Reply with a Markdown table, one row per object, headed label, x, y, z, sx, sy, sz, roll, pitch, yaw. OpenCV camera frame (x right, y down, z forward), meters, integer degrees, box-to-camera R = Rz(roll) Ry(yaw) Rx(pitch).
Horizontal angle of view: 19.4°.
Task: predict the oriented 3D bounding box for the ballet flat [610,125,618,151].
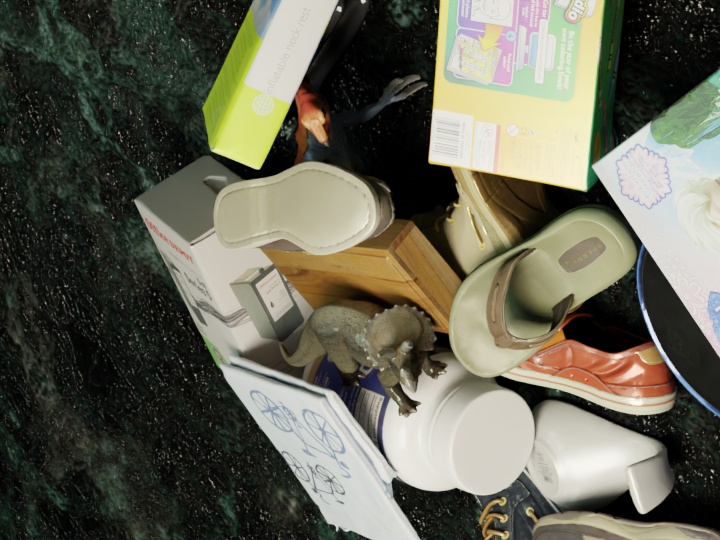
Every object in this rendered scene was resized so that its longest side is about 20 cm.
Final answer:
| label | x | y | z | sx | sy | sz | roll | pitch | yaw |
| --- | --- | --- | --- | --- | --- | --- | --- | --- | --- |
| ballet flat | 0.119 | -0.155 | 1.528 | 0.073 | 0.073 | 0.200 | -19 | 101 | 56 |

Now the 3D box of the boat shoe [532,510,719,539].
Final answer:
| label | x | y | z | sx | sy | sz | roll | pitch | yaw |
| --- | --- | --- | --- | --- | --- | --- | --- | --- | --- |
| boat shoe | 0.213 | 0.235 | 1.682 | 0.200 | 0.074 | 0.073 | -1 | 73 | 48 |

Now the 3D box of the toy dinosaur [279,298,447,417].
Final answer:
| label | x | y | z | sx | sy | sz | roll | pitch | yaw |
| --- | --- | --- | --- | --- | --- | --- | --- | --- | --- |
| toy dinosaur | 0.006 | 0.057 | 1.692 | 0.200 | 0.077 | 0.102 | 21 | 146 | 49 |

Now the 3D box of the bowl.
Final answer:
| label | x | y | z | sx | sy | sz | roll | pitch | yaw |
| --- | --- | --- | --- | --- | --- | --- | --- | --- | --- |
| bowl | 0.278 | 0.030 | 1.495 | 0.201 | 0.039 | 0.201 | 32 | 139 | 34 |

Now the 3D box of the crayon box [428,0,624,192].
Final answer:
| label | x | y | z | sx | sy | sz | roll | pitch | yaw |
| --- | --- | --- | --- | --- | --- | --- | --- | --- | --- |
| crayon box | 0.117 | -0.164 | 1.455 | 0.119 | 0.058 | 0.200 | 12 | 113 | 19 |

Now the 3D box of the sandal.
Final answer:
| label | x | y | z | sx | sy | sz | roll | pitch | yaw |
| --- | --- | --- | --- | --- | --- | --- | --- | --- | --- |
| sandal | 0.126 | 0.019 | 1.570 | 0.080 | 0.057 | 0.201 | 39 | 135 | -6 |

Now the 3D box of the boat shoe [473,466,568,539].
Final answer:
| label | x | y | z | sx | sy | sz | roll | pitch | yaw |
| --- | --- | --- | --- | --- | --- | --- | --- | --- | --- |
| boat shoe | 0.128 | 0.217 | 1.798 | 0.200 | 0.091 | 0.071 | 47 | 145 | 17 |

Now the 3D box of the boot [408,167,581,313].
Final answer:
| label | x | y | z | sx | sy | sz | roll | pitch | yaw |
| --- | --- | --- | --- | --- | --- | --- | --- | --- | --- |
| boot | 0.081 | -0.052 | 1.656 | 0.155 | 0.073 | 0.200 | -4 | 122 | 54 |

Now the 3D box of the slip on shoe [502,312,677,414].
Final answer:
| label | x | y | z | sx | sy | sz | roll | pitch | yaw |
| --- | --- | --- | --- | --- | --- | --- | --- | --- | --- |
| slip on shoe | 0.163 | 0.059 | 1.650 | 0.200 | 0.074 | 0.061 | 16 | 113 | 43 |

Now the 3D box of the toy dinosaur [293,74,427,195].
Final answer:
| label | x | y | z | sx | sy | sz | roll | pitch | yaw |
| --- | --- | --- | --- | --- | --- | --- | --- | --- | --- |
| toy dinosaur | -0.032 | -0.082 | 1.695 | 0.200 | 0.105 | 0.181 | -18 | 138 | 27 |

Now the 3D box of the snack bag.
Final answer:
| label | x | y | z | sx | sy | sz | roll | pitch | yaw |
| --- | --- | --- | --- | --- | --- | --- | --- | --- | --- |
| snack bag | -0.024 | 0.162 | 1.802 | 0.189 | 0.021 | 0.200 | 11 | 139 | 58 |

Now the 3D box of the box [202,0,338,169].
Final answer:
| label | x | y | z | sx | sy | sz | roll | pitch | yaw |
| --- | --- | --- | --- | --- | --- | --- | --- | --- | --- |
| box | -0.062 | -0.190 | 1.638 | 0.200 | 0.048 | 0.122 | -64 | 15 | 14 |

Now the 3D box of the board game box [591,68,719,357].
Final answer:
| label | x | y | z | sx | sy | sz | roll | pitch | yaw |
| --- | --- | --- | --- | --- | --- | --- | --- | --- | --- |
| board game box | 0.280 | -0.041 | 1.381 | 0.200 | 0.041 | 0.200 | -39 | 81 | 41 |

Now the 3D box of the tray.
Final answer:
| label | x | y | z | sx | sy | sz | roll | pitch | yaw |
| --- | --- | --- | --- | --- | --- | --- | --- | --- | --- |
| tray | 0.000 | 0.000 | 1.709 | 0.099 | 0.037 | 0.200 | 50 | 158 | -27 |

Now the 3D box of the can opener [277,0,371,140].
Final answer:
| label | x | y | z | sx | sy | sz | roll | pitch | yaw |
| --- | --- | --- | --- | --- | --- | --- | --- | --- | --- |
| can opener | -0.048 | -0.172 | 1.739 | 0.079 | 0.063 | 0.200 | 53 | 147 | 8 |

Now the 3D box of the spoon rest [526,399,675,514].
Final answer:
| label | x | y | z | sx | sy | sz | roll | pitch | yaw |
| --- | --- | --- | --- | --- | --- | --- | --- | --- | --- |
| spoon rest | 0.194 | 0.156 | 1.705 | 0.200 | 0.061 | 0.099 | 7 | 116 | 66 |

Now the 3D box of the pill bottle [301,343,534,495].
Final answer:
| label | x | y | z | sx | sy | sz | roll | pitch | yaw |
| --- | --- | --- | --- | --- | --- | --- | --- | --- | --- |
| pill bottle | 0.050 | 0.120 | 1.780 | 0.200 | 0.120 | 0.120 | 18 | 130 | 52 |

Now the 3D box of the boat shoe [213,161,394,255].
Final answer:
| label | x | y | z | sx | sy | sz | roll | pitch | yaw |
| --- | --- | --- | --- | --- | --- | --- | --- | --- | --- |
| boat shoe | -0.035 | -0.045 | 1.641 | 0.200 | 0.059 | 0.072 | -5 | 86 | 51 |

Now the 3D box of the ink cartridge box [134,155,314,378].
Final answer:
| label | x | y | z | sx | sy | sz | roll | pitch | yaw |
| --- | --- | --- | --- | --- | --- | --- | --- | --- | --- |
| ink cartridge box | -0.107 | 0.013 | 1.892 | 0.145 | 0.084 | 0.200 | 35 | 154 | 58 |
